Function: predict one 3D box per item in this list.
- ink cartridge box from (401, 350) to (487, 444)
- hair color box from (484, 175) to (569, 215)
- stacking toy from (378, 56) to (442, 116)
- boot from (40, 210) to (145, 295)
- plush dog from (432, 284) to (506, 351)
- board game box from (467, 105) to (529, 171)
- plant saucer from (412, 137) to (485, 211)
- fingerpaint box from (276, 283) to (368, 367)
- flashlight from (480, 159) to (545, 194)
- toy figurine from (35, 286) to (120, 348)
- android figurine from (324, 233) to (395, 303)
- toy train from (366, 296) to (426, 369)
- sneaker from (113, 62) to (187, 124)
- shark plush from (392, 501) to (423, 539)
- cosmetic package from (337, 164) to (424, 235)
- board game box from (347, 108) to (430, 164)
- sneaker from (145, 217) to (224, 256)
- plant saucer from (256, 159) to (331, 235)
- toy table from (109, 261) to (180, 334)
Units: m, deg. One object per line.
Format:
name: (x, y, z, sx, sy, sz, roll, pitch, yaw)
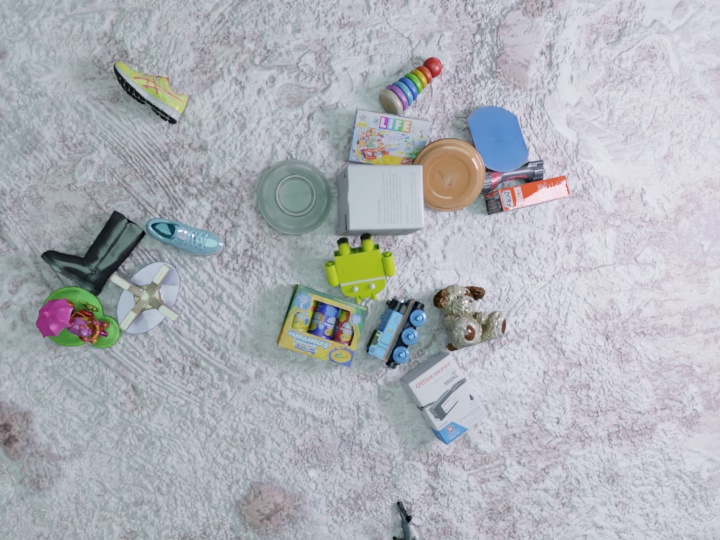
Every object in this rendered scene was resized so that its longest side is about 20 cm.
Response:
ink cartridge box: (0.226, 0.341, 1.723, 0.144, 0.084, 0.201, -34, 95, -9)
hair color box: (0.457, -0.207, 1.757, 0.199, 0.111, 0.064, -15, 91, -11)
stacking toy: (0.146, -0.504, 1.718, 0.200, 0.085, 0.085, -42, 97, -12)
boot: (-0.654, -0.065, 1.567, 0.165, 0.066, 0.200, 37, 86, -17)
plush dog: (0.274, 0.120, 1.725, 0.199, 0.160, 0.173, -6, 75, -38)
board game box: (0.376, -0.359, 1.768, 0.157, 0.039, 0.201, -11, 77, -18)
plant saucer: (0.234, -0.253, 1.706, 0.199, 0.032, 0.201, 2, 113, 4)
fingerpaint box: (-0.099, 0.144, 1.668, 0.199, 0.073, 0.168, 19, 86, -10)
flashlight: (0.415, -0.259, 1.776, 0.199, 0.068, 0.068, -10, 89, -15)
toy figurine: (-0.679, 0.127, 1.503, 0.199, 0.184, 0.151, 30, 84, -10)
android figurine: (0.000, 0.000, 1.661, 0.181, 0.041, 0.201, -8, 123, 2)
toy train: (0.097, 0.161, 1.701, 0.114, 0.087, 0.201, 26, 85, -4)
sneaker: (-0.523, -0.460, 1.598, 0.200, 0.078, 0.091, 37, 75, -14)
shark plush: (0.123, 0.732, 1.713, 0.083, 0.091, 0.201, -13, 98, 20)
cosmetic package: (0.048, -0.178, 1.650, 0.199, 0.165, 0.166, -1, 88, -10)
board game box: (0.075, -0.348, 1.698, 0.199, 0.034, 0.135, 6, 112, -10)
sneaker: (-0.443, -0.082, 1.600, 0.199, 0.082, 0.074, 12, 88, -10)
plant saucer: (-0.171, -0.194, 1.669, 0.199, 0.050, 0.202, 0, 90, -11)
toy table: (-0.526, 0.069, 1.567, 0.183, 0.117, 0.201, 23, 85, -10)
